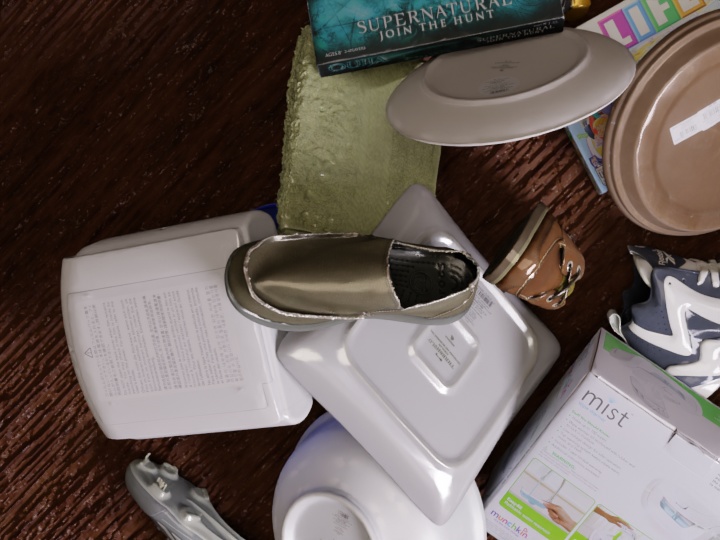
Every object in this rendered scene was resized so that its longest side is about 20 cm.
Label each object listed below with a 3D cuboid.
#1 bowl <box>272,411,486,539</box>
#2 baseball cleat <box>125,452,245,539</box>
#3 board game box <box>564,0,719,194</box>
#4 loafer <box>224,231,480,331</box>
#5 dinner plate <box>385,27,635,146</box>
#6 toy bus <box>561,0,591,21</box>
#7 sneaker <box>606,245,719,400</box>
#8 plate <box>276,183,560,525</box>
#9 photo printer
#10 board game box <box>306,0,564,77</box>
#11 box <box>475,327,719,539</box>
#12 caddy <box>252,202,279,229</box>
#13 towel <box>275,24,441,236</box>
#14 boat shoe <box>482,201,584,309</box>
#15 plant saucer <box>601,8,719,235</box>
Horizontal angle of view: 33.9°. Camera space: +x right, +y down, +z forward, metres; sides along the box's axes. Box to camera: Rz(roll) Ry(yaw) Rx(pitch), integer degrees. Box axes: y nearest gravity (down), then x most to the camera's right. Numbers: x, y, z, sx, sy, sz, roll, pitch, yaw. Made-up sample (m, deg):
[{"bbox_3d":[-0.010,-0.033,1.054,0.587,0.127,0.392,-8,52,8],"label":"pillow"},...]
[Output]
[{"bbox_3d":[-0.003,0.216,0.980,0.199,0.090,0.203,7,104,31],"label":"bowl"},{"bbox_3d":[-0.145,0.258,1.047,0.199,0.070,0.107,38,106,9],"label":"baseball cleat"},{"bbox_3d":[0.260,-0.171,1.002,0.199,0.034,0.135,-29,89,6],"label":"board game box"},{"bbox_3d":[0.000,0.000,0.860,0.198,0.070,0.076,-1,71,-21],"label":"loafer"},{"bbox_3d":[0.114,-0.154,0.926,0.198,0.201,0.024,-13,122,6],"label":"dinner plate"},{"bbox_3d":[0.092,-0.241,1.001,0.198,0.065,0.079,-4,90,6],"label":"toy bus"},{"bbox_3d":[0.290,0.004,0.985,0.129,0.080,0.199,42,106,-6],"label":"sneaker"},{"bbox_3d":[0.060,0.062,0.936,0.200,0.032,0.200,47,62,-14],"label":"plate"},{"bbox_3d":[-0.146,0.049,0.938,0.198,0.069,0.168,-10,98,27],"label":"photo printer"},{"bbox_3d":[0.053,-0.239,0.949,0.198,0.028,0.137,-10,74,3],"label":"board game box"},{"bbox_3d":[0.225,0.181,0.965,0.199,0.097,0.177,33,115,4],"label":"box"},{"bbox_3d":[-0.087,0.037,1.010,0.141,0.105,0.200,44,113,10],"label":"caddy"},{"bbox_3d":[0.000,-0.095,0.975,0.147,0.036,0.202,13,72,-27],"label":"towel"},{"bbox_3d":[0.147,-0.008,0.938,0.068,0.200,0.072,41,105,5],"label":"boat shoe"},{"bbox_3d":[0.289,-0.111,0.949,0.198,0.030,0.202,-9,124,-14],"label":"plant saucer"}]
